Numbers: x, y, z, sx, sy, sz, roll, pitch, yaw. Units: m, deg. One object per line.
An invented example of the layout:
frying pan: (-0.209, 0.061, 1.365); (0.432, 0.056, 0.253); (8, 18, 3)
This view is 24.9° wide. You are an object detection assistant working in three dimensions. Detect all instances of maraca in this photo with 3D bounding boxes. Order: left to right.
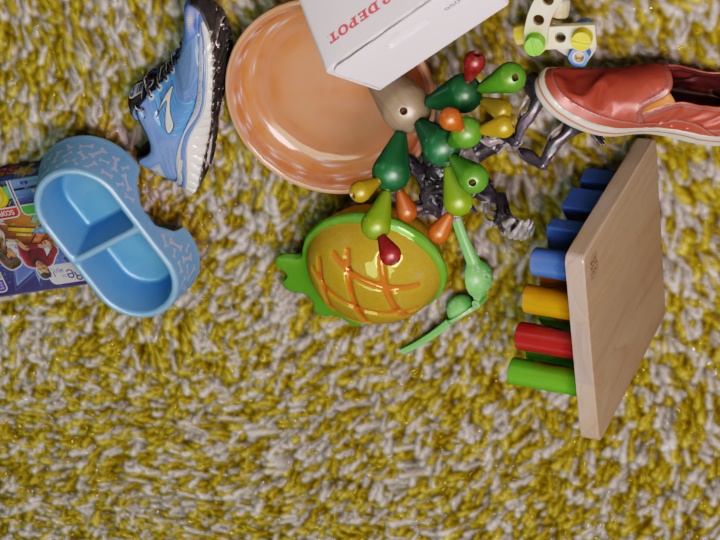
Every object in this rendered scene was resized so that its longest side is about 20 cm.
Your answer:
maraca: (0.000, 0.000, 1.581); (0.137, 0.107, 0.199); (41, 143, -20)

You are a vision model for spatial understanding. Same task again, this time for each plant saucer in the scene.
plant saucer: (-0.026, -0.166, 1.516); (0.198, 0.038, 0.202); (6, 123, 9)

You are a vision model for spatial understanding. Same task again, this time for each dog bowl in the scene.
dog bowl: (-0.242, -0.037, 1.600); (0.111, 0.050, 0.201); (-24, 116, 25)

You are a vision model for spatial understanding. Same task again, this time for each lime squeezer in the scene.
lime squeezer: (0.091, 0.020, 1.611); (0.070, 0.038, 0.201); (16, 126, 2)

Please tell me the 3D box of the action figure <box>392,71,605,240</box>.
action figure: (0.117, -0.092, 1.484); (0.199, 0.103, 0.119); (-37, 129, 24)

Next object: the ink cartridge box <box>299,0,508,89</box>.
ink cartridge box: (0.015, -0.273, 1.340); (0.144, 0.084, 0.201); (-31, 67, 29)

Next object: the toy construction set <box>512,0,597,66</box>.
toy construction set: (0.112, -0.242, 1.408); (0.198, 0.092, 0.132); (2, 124, -1)

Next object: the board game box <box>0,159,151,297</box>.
board game box: (-0.322, -0.045, 1.664); (0.198, 0.035, 0.136); (-7, 121, 18)

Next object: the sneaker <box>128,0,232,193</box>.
sneaker: (-0.174, -0.166, 1.525); (0.088, 0.079, 0.201); (15, 125, 0)

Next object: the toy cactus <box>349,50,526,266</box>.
toy cactus: (0.050, -0.119, 1.412); (0.102, 0.165, 0.201); (12, 121, -45)

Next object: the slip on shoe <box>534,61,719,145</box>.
slip on shoe: (0.247, -0.155, 1.418); (0.198, 0.075, 0.061); (6, 137, -13)

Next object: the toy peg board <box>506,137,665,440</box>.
toy peg board: (0.199, 0.010, 1.490); (0.097, 0.200, 0.201); (8, 128, 26)
